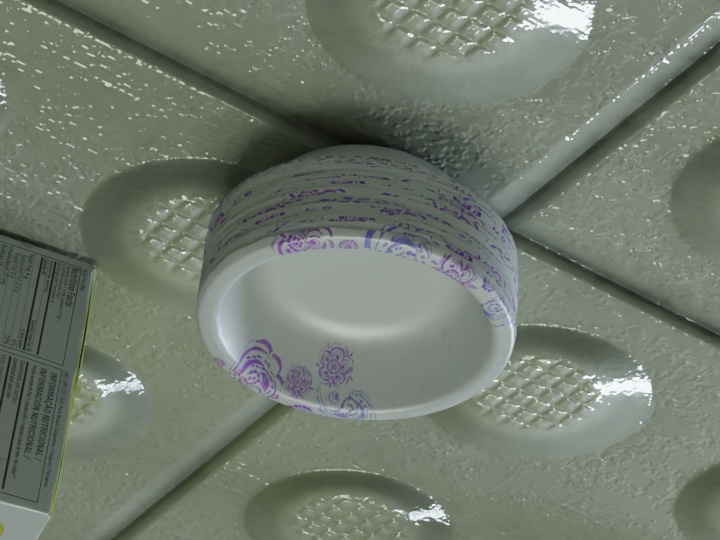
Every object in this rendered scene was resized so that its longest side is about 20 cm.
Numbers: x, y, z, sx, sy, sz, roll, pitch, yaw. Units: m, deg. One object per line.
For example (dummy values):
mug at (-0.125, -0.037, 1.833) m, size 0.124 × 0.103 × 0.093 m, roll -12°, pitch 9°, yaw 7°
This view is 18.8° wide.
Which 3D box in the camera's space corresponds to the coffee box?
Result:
coffee box at (-0.309, 0.098, 1.453) m, size 0.197 × 0.201 × 0.200 m, roll 18°, pitch 141°, yaw -17°

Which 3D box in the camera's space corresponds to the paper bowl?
paper bowl at (0.000, 0.000, 1.366) m, size 0.199 × 0.105 × 0.201 m, roll 3°, pitch 142°, yaw 2°
